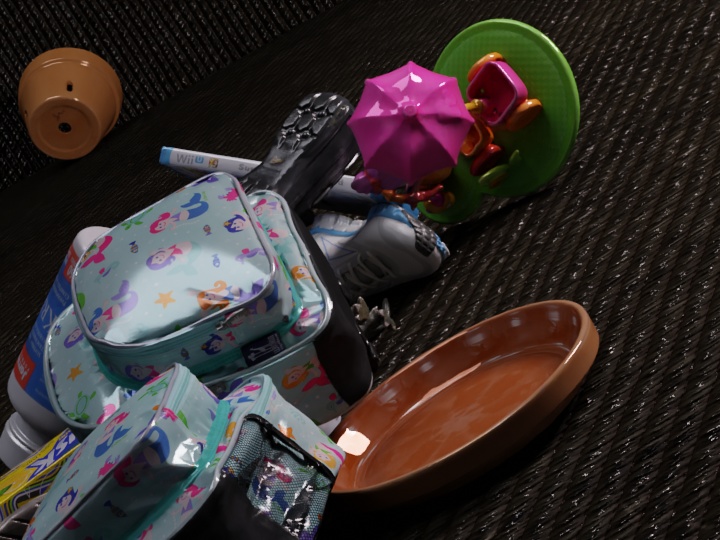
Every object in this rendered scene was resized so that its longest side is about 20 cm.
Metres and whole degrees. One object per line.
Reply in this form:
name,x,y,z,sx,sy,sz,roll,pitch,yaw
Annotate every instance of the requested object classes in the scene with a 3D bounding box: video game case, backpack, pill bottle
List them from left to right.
pill bottle,-0.218,0.075,1.569,0.200,0.112,0.112,-63,7,14
backpack,-0.100,0.145,1.118,0.178,0.151,0.200,-44,3,22
backpack,-0.112,0.047,1.283,0.200,0.151,0.178,-32,39,5
video game case,-0.061,-0.075,1.718,0.200,0.018,0.143,10,-5,18

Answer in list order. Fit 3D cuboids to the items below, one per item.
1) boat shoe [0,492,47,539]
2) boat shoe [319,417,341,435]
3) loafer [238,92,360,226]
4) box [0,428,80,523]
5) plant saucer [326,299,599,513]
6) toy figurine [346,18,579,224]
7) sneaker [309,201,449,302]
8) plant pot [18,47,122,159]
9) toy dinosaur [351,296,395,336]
boat shoe,-0.258,0.220,1.371,0.200,0.076,0.072,-37,12,-24
boat shoe,-0.112,0.132,1.362,0.200,0.065,0.074,-35,14,-7
loafer,-0.064,-0.053,1.546,0.068,0.070,0.201,20,64,44
box,-0.223,0.169,1.473,0.200,0.070,0.064,-37,16,-16
plant saucer,0.061,0.088,1.203,0.200,0.032,0.200,-31,13,8
toy figurine,0.053,-0.107,1.572,0.184,0.150,0.200,-14,-29,-52
sneaker,0.000,0.000,1.605,0.087,0.075,0.200,-54,18,-21
plant pot,-0.555,-0.301,3.670,0.200,0.200,0.140,-28,31,16
toy dinosaur,-0.039,0.054,1.456,0.102,0.077,0.200,-10,27,29
